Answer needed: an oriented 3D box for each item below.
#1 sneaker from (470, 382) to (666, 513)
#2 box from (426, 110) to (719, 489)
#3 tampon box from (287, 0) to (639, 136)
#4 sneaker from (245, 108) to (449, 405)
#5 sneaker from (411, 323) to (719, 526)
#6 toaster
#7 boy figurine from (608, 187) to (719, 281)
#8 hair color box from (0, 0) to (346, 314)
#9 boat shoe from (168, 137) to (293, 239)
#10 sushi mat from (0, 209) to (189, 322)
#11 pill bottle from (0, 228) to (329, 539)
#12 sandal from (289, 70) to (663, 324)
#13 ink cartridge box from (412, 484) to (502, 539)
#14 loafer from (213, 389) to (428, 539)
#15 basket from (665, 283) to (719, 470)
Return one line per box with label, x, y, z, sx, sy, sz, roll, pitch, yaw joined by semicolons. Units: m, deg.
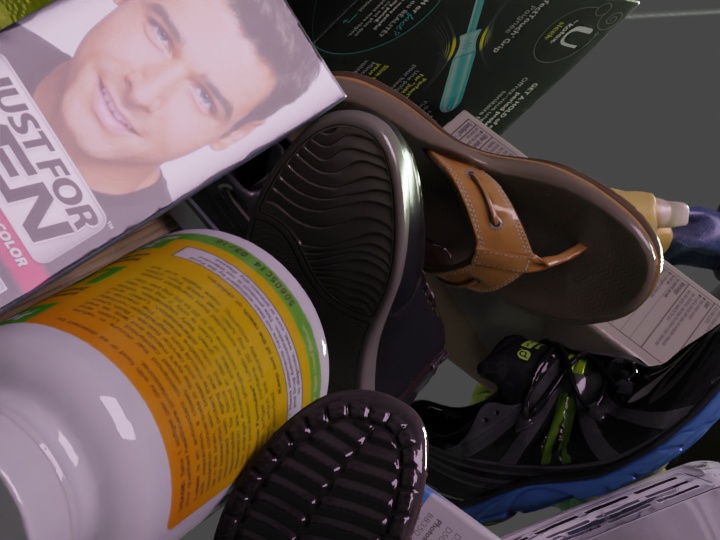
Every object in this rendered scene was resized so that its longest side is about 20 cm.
sneaker;0.134;0.134;1.135;0.200;0.084;0.074;38;38;1
box;0.098;0.016;1.103;0.200;0.078;0.095;39;38;8
tampon box;0.016;-0.154;1.110;0.200;0.150;0.126;7;48;-51
sneaker;0.000;0.000;0.982;0.075;0.200;0.106;20;35;17
sneaker;0.100;0.066;1.021;0.071;0.200;0.083;-32;98;-60
toaster;0.132;0.179;1.024;0.114;0.200;0.129;78;-10;-72
boy figurine;0.140;-0.030;1.237;0.200;0.124;0.064;9;83;-14
hair color box;-0.116;-0.062;0.889;0.200;0.061;0.099;-34;94;-28
boat shoe;-0.054;-0.041;1.011;0.200;0.057;0.069;44;41;-33
sushi mat;-0.134;-0.042;0.968;0.096;0.012;0.200;60;34;-1
pill bottle;-0.105;0.062;0.839;0.111;0.111;0.200;59;33;-1
sandal;0.047;-0.027;1.016;0.200;0.080;0.054;29;34;5
ink cartridge box;0.074;0.167;0.913;0.200;0.067;0.116;35;-4;26
loafer;-0.030;0.142;0.861;0.073;0.200;0.071;25;-1;14
basket;0.235;0.083;1.254;0.180;0.136;0.200;50;35;18
